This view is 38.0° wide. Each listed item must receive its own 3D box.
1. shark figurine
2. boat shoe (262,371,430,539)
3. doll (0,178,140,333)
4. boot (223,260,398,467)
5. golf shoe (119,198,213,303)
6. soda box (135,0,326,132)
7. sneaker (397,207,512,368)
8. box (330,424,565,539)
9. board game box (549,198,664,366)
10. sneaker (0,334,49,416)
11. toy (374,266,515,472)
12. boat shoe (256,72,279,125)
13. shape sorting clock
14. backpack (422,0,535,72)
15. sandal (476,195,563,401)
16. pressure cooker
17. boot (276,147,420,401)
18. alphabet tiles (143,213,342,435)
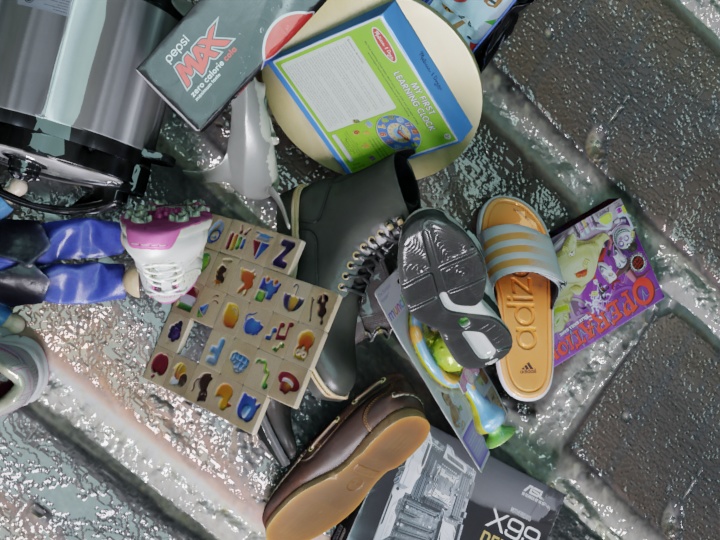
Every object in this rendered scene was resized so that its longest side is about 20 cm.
[{"bbox_3d":[-0.112,-0.114,0.887,0.088,0.216,0.129,-12,52,-7],"label":"shark figurine"},{"bbox_3d":[-0.018,0.179,0.987,0.199,0.071,0.070,-41,132,12],"label":"boat shoe"},{"bbox_3d":[-0.297,-0.013,0.927,0.196,0.048,0.139,-3,96,-10],"label":"doll"},{"bbox_3d":[-0.032,0.070,0.995,0.171,0.069,0.203,-14,91,-16],"label":"boot"},{"bbox_3d":[-0.161,-0.014,0.893,0.074,0.200,0.093,2,96,-2],"label":"golf shoe"},{"bbox_3d":[-0.080,-0.201,0.801,0.071,0.063,0.200,42,90,-9],"label":"soda box"},{"bbox_3d":[0.071,-0.009,0.924,0.075,0.116,0.201,-22,138,8],"label":"sneaker"},{"bbox_3d":[0.086,0.251,1.038,0.198,0.050,0.160,29,82,-14],"label":"box"},{"bbox_3d":[0.213,0.022,1.092,0.198,0.032,0.121,-30,102,-15],"label":"board game box"},{"bbox_3d":[-0.367,0.099,0.884,0.197,0.088,0.083,-14,93,-16],"label":"sneaker"},{"bbox_3d":[0.096,0.079,1.013,0.047,0.115,0.202,-22,101,28],"label":"toy"},{"bbox_3d":[-0.054,-0.164,0.992,0.199,0.064,0.072,33,81,-14],"label":"boat shoe"},{"bbox_3d":[0.010,-0.159,0.910,0.199,0.200,0.040,34,48,-13],"label":"shape sorting clock"},{"bbox_3d":[0.071,-0.237,0.973,0.153,0.200,0.192,30,93,-4],"label":"backpack"},{"bbox_3d":[0.164,0.020,1.021,0.078,0.059,0.210,-2,73,-9],"label":"sandal"},{"bbox_3d":[-0.250,-0.150,0.873,0.177,0.174,0.203,16,87,-47],"label":"pressure cooker"},{"bbox_3d":[0.000,0.000,0.909,0.077,0.137,0.203,14,60,-56],"label":"boot"},{"bbox_3d":[-0.102,0.045,0.921,0.008,0.198,0.169,29,81,-47],"label":"alphabet tiles"}]
